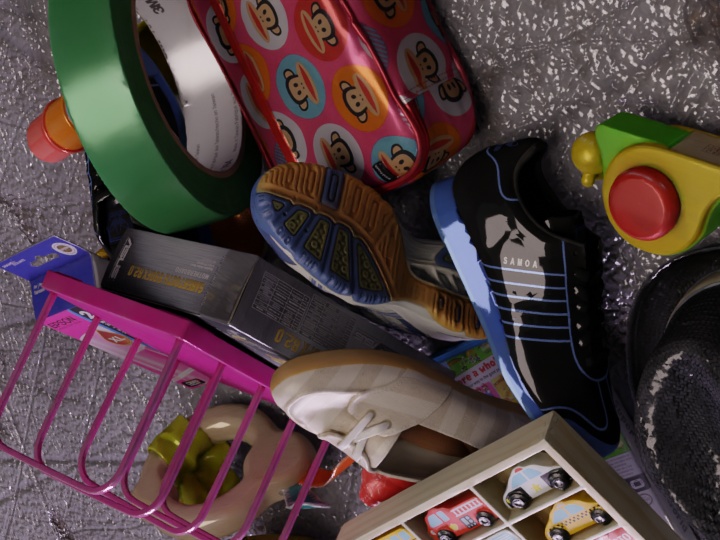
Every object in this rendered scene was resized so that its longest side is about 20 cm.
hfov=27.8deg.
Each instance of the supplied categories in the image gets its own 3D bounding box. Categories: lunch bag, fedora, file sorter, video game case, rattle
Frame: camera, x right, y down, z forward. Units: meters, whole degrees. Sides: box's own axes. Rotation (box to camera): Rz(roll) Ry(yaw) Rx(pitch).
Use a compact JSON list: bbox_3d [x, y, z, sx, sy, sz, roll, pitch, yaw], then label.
[{"bbox_3d":[-0.029,-0.140,0.954,0.176,0.082,0.202,-21,98,51],"label":"lunch bag"},{"bbox_3d":[0.216,0.091,0.835,0.199,0.091,0.203,22,125,34],"label":"fedora"},{"bbox_3d":[-0.131,0.107,0.997,0.138,0.200,0.126,17,78,37],"label":"file sorter"},{"bbox_3d":[0.133,0.129,0.989,0.143,0.018,0.201,-28,91,48],"label":"video game case"},{"bbox_3d":[-0.074,0.191,1.168,0.198,0.130,0.144,-2,118,23],"label":"rattle"}]

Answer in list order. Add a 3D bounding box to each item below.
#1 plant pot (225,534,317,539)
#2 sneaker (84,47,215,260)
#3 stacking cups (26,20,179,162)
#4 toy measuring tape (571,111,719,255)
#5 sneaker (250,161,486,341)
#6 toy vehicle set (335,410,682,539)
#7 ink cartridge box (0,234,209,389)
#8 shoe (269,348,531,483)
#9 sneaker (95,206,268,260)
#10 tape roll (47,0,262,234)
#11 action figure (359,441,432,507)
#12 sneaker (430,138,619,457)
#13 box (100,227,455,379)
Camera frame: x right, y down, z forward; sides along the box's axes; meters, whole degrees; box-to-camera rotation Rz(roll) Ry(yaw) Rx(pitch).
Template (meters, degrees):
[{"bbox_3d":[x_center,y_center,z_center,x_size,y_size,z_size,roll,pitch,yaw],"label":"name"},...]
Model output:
[{"bbox_3d":[-0.076,0.294,1.180,0.199,0.142,0.202,21,126,33],"label":"plant pot"},{"bbox_3d":[-0.160,-0.066,1.030,0.069,0.078,0.202,-12,108,26],"label":"sneaker"},{"bbox_3d":[-0.198,-0.135,1.134,0.199,0.060,0.061,-20,98,52],"label":"stacking cups"},{"bbox_3d":[0.201,-0.032,0.802,0.199,0.073,0.074,23,126,33],"label":"toy measuring tape"},{"bbox_3d":[0.000,0.000,0.941,0.199,0.076,0.088,30,155,-28],"label":"sneaker"},{"bbox_3d":[0.089,0.175,0.916,0.124,0.027,0.199,43,130,-13],"label":"toy vehicle set"},{"bbox_3d":[-0.179,0.035,1.126,0.199,0.037,0.094,30,148,-32],"label":"ink cartridge box"},{"bbox_3d":[0.037,0.100,0.921,0.070,0.198,0.054,-55,28,40],"label":"shoe"},{"bbox_3d":[-0.143,-0.008,1.129,0.199,0.077,0.074,-23,94,45],"label":"sneaker"},{"bbox_3d":[-0.131,-0.127,0.964,0.048,0.200,0.202,-16,101,20],"label":"tape roll"},{"bbox_3d":[0.067,0.162,1.005,0.199,0.099,0.065,38,104,-6],"label":"action figure"},{"bbox_3d":[0.118,0.018,0.886,0.078,0.070,0.201,-29,88,30],"label":"sneaker"},{"bbox_3d":[-0.055,0.042,0.990,0.199,0.049,0.158,32,167,-40],"label":"box"}]
